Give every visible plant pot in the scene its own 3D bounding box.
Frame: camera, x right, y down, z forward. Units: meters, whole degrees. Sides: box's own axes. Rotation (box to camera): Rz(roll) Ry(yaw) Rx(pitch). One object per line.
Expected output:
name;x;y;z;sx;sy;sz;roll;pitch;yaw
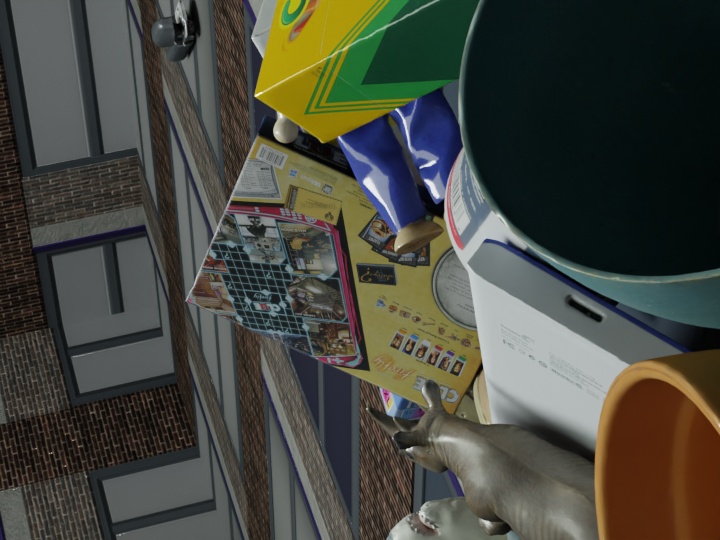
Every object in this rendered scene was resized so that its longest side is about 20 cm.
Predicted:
plant pot;0.154;-0.059;0.656;0.135;0.199;0.201;39;-158;-47
plant pot;0.193;0.119;0.688;0.200;0.138;0.203;167;90;-77

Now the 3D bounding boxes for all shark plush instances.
shark plush;0.108;0.201;1.145;0.200;0.083;0.091;39;-171;-35

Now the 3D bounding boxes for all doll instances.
doll;0.003;-0.112;1.072;0.048;0.136;0.202;-7;-110;-61

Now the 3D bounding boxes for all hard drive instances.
hard drive;0.124;0.069;0.963;0.131;0.025;0.201;31;160;23

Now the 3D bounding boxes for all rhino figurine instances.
rhino figurine;0.089;0.121;1.006;0.199;0.060;0.088;27;162;20

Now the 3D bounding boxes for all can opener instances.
can opener;-0.277;-0.343;2.543;0.200;0.066;0.054;154;105;-77

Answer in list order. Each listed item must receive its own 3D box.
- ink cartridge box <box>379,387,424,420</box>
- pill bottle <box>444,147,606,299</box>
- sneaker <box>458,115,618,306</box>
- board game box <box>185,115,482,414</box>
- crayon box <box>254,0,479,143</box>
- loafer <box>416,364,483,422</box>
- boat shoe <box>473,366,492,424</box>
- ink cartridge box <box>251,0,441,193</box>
ink cartridge box;0.053;0.021;1.382;0.200;0.075;0.138;111;145;-66
pill bottle;0.119;-0.059;0.904;0.200;0.118;0.121;120;137;-72
sneaker;0.105;-0.053;1.078;0.099;0.070;0.201;87;166;-45
board game box;0.000;0.000;1.164;0.035;0.198;0.136;-76;11;-63
crayon box;0.035;-0.188;0.931;0.172;0.058;0.202;-20;48;44
loafer;0.068;0.069;1.252;0.201;0.067;0.076;52;-158;-14
boat shoe;0.137;0.111;1.112;0.200;0.071;0.065;53;149;41
ink cartridge box;0.009;-0.114;1.211;0.201;0.083;0.145;62;-167;-21
